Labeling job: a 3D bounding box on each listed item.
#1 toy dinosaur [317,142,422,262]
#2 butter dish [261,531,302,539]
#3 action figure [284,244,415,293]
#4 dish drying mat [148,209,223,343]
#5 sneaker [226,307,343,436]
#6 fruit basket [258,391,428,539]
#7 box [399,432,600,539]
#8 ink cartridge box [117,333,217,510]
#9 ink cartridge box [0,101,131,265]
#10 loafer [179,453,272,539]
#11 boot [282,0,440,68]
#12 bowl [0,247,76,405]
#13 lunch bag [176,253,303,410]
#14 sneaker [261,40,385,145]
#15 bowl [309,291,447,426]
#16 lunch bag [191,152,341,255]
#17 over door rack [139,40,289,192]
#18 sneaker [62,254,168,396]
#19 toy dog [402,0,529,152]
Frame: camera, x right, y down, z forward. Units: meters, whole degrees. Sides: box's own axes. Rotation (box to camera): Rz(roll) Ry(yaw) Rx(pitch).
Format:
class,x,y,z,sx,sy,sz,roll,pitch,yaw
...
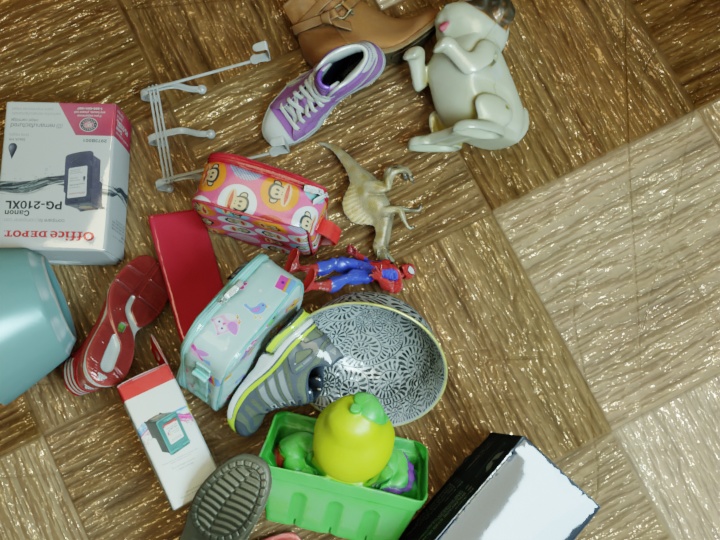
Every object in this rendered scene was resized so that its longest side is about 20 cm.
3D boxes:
class,x,y,z,sx,sy,sz,roll,pitch,yaw
toy dinosaur,0.019,-0.109,1.111,0.101,0.058,0.200,-24,81,-4
butter dish,-0.134,0.436,0.962,0.200,0.148,0.200,-21,80,-5
action figure,0.000,0.000,1.046,0.065,0.200,0.052,42,115,37
dish drying mat,-0.221,0.017,1.090,0.077,0.018,0.200,-12,78,-29
sneaker,-0.093,0.139,0.978,0.081,0.074,0.200,39,124,7
fruit basket,-0.015,0.214,0.983,0.215,0.156,0.216,1,108,5
box,0.149,0.302,0.967,0.117,0.200,0.197,42,82,6
ink cartridge box,-0.242,0.189,1.014,0.067,0.116,0.200,-24,81,-19
ink cartridge box,-0.388,-0.112,1.086,0.145,0.084,0.200,1,80,-1
loafer,-0.163,0.290,0.942,0.076,0.067,0.200,33,98,4
boot,0.004,-0.351,1.141,0.200,0.074,0.155,-31,87,-3
bowl,-0.416,0.052,1.004,0.105,0.201,0.201,-21,81,-14
lunch bag,-0.147,0.078,0.977,0.077,0.200,0.160,38,62,8
sneaker,-0.064,-0.233,1.076,0.200,0.114,0.073,-38,93,18
bowl,0.013,0.094,1.039,0.201,0.094,0.201,5,124,8
lunch bag,-0.109,-0.071,1.028,0.176,0.200,0.082,17,81,-1
over door rack,-0.191,-0.198,1.108,0.200,0.067,0.148,-16,79,17
sneaker,-0.326,0.071,1.060,0.078,0.115,0.200,44,42,-24
toy dog,0.155,-0.267,1.095,0.194,0.140,0.200,-2,88,-24
